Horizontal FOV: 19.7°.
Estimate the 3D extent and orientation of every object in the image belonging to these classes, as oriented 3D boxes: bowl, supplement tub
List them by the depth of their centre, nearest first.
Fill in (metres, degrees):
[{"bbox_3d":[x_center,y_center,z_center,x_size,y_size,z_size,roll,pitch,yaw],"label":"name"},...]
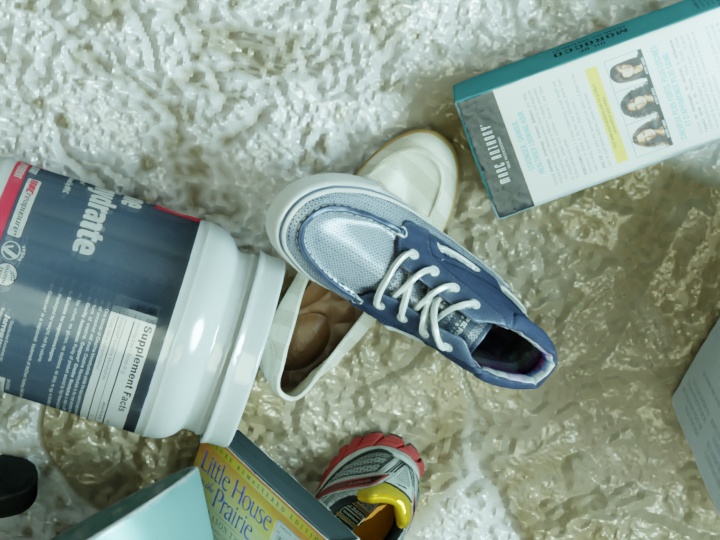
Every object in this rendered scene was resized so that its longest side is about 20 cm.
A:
[{"bbox_3d":[-0.159,0.022,1.279,0.200,0.140,0.140,18,108,-6],"label":"supplement tub"},{"bbox_3d":[-0.165,0.216,1.303,0.201,0.201,0.105,-30,92,10],"label":"bowl"}]

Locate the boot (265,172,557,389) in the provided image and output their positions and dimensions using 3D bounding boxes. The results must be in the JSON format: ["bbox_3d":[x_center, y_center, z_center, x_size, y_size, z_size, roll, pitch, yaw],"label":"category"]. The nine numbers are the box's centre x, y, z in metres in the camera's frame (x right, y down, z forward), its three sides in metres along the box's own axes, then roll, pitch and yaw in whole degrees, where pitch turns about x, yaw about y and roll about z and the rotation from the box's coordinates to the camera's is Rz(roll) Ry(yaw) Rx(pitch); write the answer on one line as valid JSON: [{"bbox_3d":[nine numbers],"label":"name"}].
[{"bbox_3d":[0.037,0.008,1.256,0.200,0.090,0.073,24,105,-38],"label":"boot"}]

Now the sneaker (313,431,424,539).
[{"bbox_3d":[-0.033,0.197,1.368,0.078,0.082,0.200,32,107,-10],"label":"sneaker"}]

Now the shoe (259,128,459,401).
[{"bbox_3d":[0.000,0.000,1.316,0.070,0.053,0.200,31,106,-10],"label":"shoe"}]

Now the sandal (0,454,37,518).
[{"bbox_3d":[-0.313,0.130,1.354,0.200,0.075,0.048,-2,115,-8],"label":"sandal"}]

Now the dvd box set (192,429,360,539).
[{"bbox_3d":[-0.083,0.223,1.354,0.029,0.146,0.200,3,114,-43],"label":"dvd box set"}]

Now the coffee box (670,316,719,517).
[{"bbox_3d":[0.335,0.072,1.261,0.198,0.200,0.200,25,106,-8],"label":"coffee box"}]

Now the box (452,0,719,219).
[{"bbox_3d":[0.164,-0.107,1.281,0.200,0.049,0.082,-19,107,7],"label":"box"}]
